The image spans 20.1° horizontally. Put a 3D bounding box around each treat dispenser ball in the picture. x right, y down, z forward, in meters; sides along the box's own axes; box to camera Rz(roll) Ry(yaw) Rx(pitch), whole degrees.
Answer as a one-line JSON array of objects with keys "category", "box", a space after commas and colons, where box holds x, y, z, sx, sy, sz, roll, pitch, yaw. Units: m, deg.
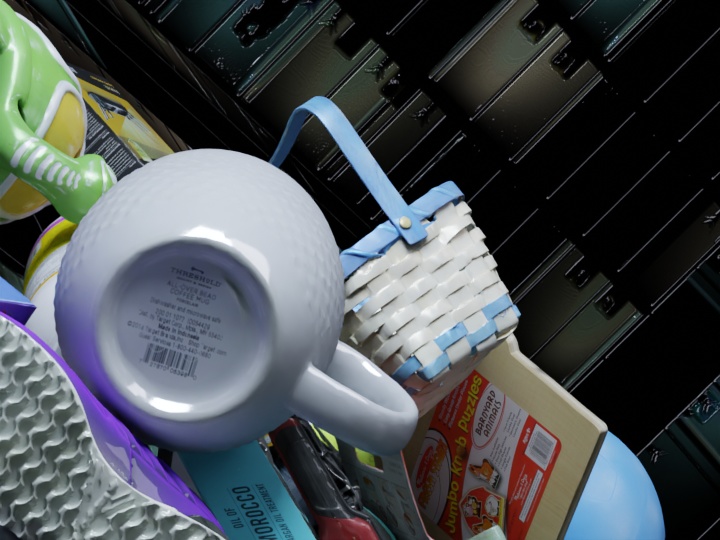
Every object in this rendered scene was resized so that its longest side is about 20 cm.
[{"category": "treat dispenser ball", "box": [0.136, 0.209, 1.578, 0.201, 0.201, 0.201, 45, 6, -6]}]

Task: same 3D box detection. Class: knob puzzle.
[{"category": "knob puzzle", "box": [0.078, 0.125, 1.435, 0.030, 0.221, 0.220, -13, 52, -43]}]

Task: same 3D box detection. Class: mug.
[{"category": "mug", "box": [-0.059, 0.031, 1.020, 0.199, 0.148, 0.175, 31, 5, -4]}]

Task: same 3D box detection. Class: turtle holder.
[{"category": "turtle holder", "box": [-0.225, -0.096, 1.258, 0.184, 0.142, 0.132, -3, -23, 32]}]

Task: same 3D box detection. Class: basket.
[{"category": "basket", "box": [0.000, 0.000, 1.356, 0.200, 0.139, 0.176, 49, -29, 5]}]

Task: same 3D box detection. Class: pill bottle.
[{"category": "pill bottle", "box": [-0.151, 0.033, 1.213, 0.104, 0.104, 0.200, 44, 7, -17]}]

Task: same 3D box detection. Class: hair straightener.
[{"category": "hair straightener", "box": [-0.022, 0.132, 1.152, 0.201, 0.041, 0.077, 56, 2, -1]}]

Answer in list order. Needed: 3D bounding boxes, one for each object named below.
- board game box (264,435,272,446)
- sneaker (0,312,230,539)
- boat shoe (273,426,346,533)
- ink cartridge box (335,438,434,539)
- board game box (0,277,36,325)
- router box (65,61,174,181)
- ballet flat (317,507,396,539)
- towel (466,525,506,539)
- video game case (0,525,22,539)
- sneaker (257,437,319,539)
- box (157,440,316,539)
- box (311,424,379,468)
[{"category": "board game box", "box": [-0.101, 0.019, 1.407, 0.200, 0.056, 0.167, -137, -144, -73]}, {"category": "sneaker", "box": [-0.130, 0.097, 0.944, 0.200, 0.070, 0.100, 47, -2, -5]}, {"category": "boat shoe", "box": [-0.037, 0.149, 1.435, 0.075, 0.062, 0.200, 45, 5, 10]}, {"category": "ink cartridge box", "box": [0.049, 0.184, 1.328, 0.202, 0.047, 0.160, 71, -15, -7]}, {"category": "board game box", "box": [-0.250, -0.010, 0.940, 0.134, 0.045, 0.200, 37, 6, 15]}, {"category": "router box", "box": [-0.232, -0.118, 1.900, 0.157, 0.052, 0.200, 47, 6, 8]}, {"category": "ballet flat", "box": [0.012, 0.222, 1.282, 0.068, 0.068, 0.200, 1, 40, -41]}, {"category": "towel", "box": [0.115, 0.271, 1.354, 0.202, 0.023, 0.153, 65, -16, 8]}, {"category": "video game case", "box": [-0.177, 0.096, 1.004, 0.200, 0.023, 0.182, 47, 6, 0]}, {"category": "sneaker", "box": [-0.058, 0.170, 1.190, 0.079, 0.075, 0.201, 53, 7, -51]}, {"category": "box", "box": [-0.055, 0.165, 1.062, 0.049, 0.083, 0.200, -5, 34, -24]}, {"category": "box", "box": [-0.016, 0.082, 1.550, 0.199, 0.122, 0.048, 30, -24, 10]}]
